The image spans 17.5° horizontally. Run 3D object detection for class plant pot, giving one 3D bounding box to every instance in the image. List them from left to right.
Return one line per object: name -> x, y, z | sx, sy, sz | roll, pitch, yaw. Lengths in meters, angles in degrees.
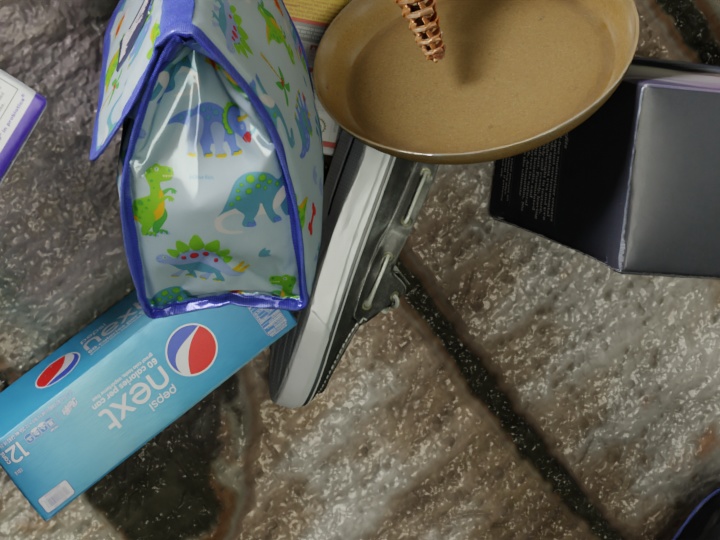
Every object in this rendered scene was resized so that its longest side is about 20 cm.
plant pot -> 0.071, -0.127, 1.422 | 0.200, 0.200, 0.028 | -28, 133, -12

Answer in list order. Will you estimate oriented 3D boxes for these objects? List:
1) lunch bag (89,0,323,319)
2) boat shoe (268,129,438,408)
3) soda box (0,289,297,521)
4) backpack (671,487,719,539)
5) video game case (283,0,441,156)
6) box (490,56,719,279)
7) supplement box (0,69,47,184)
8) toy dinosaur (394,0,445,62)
lunch bag -> -0.088, -0.099, 1.352 | 0.127, 0.170, 0.200 | -3, 128, 1
boat shoe -> 0.000, 0.000, 1.491 | 0.071, 0.072, 0.200 | 16, 103, -20
soda box -> -0.142, 0.063, 1.461 | 0.200, 0.068, 0.064 | -37, 112, -9
backpack -> 0.277, 0.255, 1.605 | 0.147, 0.183, 0.200 | 35, 84, -46
video game case -> -0.006, -0.172, 1.488 | 0.143, 0.017, 0.200 | 9, 99, -22
box -> 0.217, -0.068, 1.496 | 0.200, 0.198, 0.124 | 3, 101, -21
supplement box -> -0.297, -0.113, 1.348 | 0.200, 0.101, 0.103 | 31, 90, -24
toy dinosaur -> 0.052, -0.227, 1.438 | 0.135, 0.102, 0.200 | 2, 94, 3
